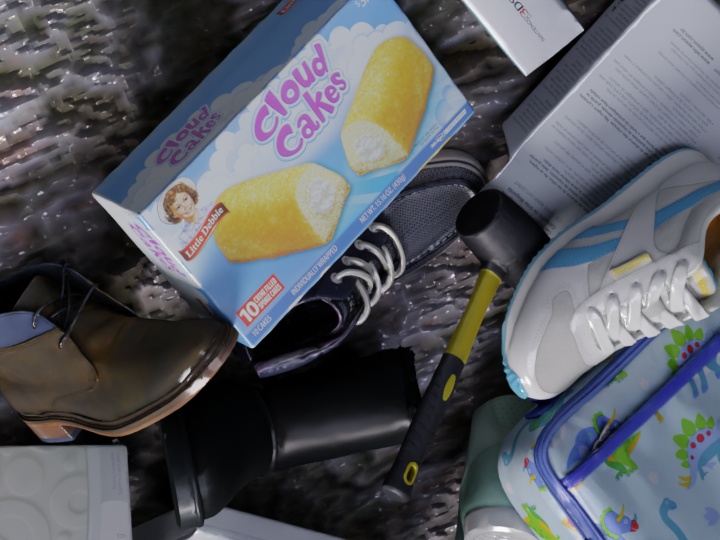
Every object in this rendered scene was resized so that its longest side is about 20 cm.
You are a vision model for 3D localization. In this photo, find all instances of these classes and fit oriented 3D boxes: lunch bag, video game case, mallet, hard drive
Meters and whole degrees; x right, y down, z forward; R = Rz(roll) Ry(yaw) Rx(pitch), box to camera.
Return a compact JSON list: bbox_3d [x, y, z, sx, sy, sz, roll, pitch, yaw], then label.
[{"bbox_3d":[0.192,0.113,1.479,0.200,0.082,0.161,-38,95,-26],"label":"lunch bag"},{"bbox_3d":[0.028,-0.216,1.295,0.045,0.200,0.181,-39,120,8],"label":"video game case"},{"bbox_3d":[0.065,0.052,1.429,0.066,0.041,0.201,33,68,-36],"label":"mallet"},{"bbox_3d":[-0.043,0.194,1.529,0.199,0.132,0.027,18,65,-24],"label":"hard drive"}]

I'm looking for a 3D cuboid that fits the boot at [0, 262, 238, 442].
[{"bbox_3d":[-0.161,0.042,1.389,0.200,0.075,0.097,-19,122,45],"label":"boot"}]

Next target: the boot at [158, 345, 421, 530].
[{"bbox_3d":[-0.039,0.096,1.436,0.162,0.198,0.074,-8,98,-3],"label":"boot"}]

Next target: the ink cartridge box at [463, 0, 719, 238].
[{"bbox_3d":[0.188,-0.067,1.510,0.200,0.043,0.196,-46,122,9],"label":"ink cartridge box"}]

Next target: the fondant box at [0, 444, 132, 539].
[{"bbox_3d":[-0.239,0.183,1.446,0.199,0.058,0.145,0,72,-17],"label":"fondant box"}]

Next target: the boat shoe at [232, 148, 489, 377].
[{"bbox_3d":[0.000,0.000,1.454,0.199,0.093,0.075,-29,120,-3],"label":"boat shoe"}]

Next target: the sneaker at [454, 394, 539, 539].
[{"bbox_3d":[0.102,0.158,1.577,0.073,0.119,0.201,7,151,4],"label":"sneaker"}]

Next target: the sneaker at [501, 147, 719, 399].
[{"bbox_3d":[0.166,0.006,1.438,0.200,0.081,0.077,-43,133,-16],"label":"sneaker"}]

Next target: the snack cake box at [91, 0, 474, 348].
[{"bbox_3d":[-0.043,-0.070,1.390,0.200,0.067,0.115,-47,122,-13],"label":"snack cake box"}]
